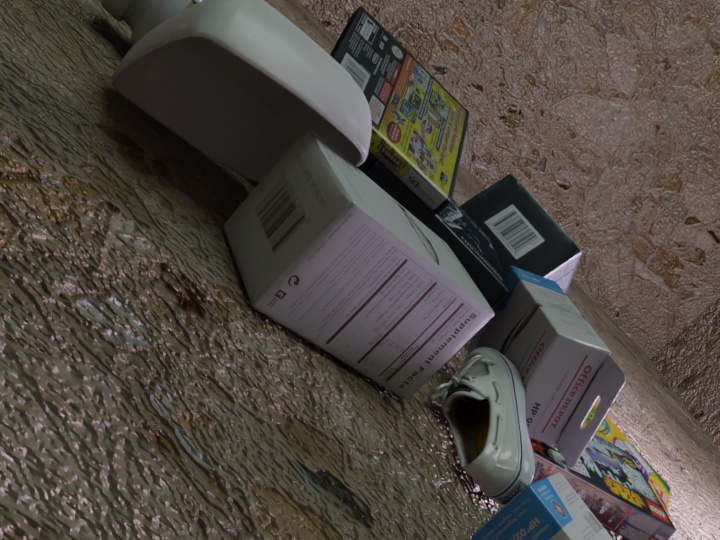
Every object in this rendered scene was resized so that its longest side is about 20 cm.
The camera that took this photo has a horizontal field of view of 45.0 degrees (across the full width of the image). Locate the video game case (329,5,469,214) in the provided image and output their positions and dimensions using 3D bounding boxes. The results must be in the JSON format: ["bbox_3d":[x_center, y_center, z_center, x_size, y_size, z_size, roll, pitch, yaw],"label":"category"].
[{"bbox_3d":[0.039,-0.178,0.936,0.180,0.025,0.202,40,36,-16],"label":"video game case"}]

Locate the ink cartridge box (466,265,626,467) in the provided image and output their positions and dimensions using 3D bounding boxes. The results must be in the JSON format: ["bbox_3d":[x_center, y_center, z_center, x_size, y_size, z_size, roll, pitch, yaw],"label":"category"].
[{"bbox_3d":[0.185,0.094,0.903,0.065,0.118,0.201,19,20,-17],"label":"ink cartridge box"}]

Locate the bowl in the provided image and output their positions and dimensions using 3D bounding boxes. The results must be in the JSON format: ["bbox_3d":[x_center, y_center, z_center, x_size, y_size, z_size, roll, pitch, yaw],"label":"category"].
[{"bbox_3d":[-0.095,-0.160,0.761,0.199,0.076,0.198,34,-22,-33],"label":"bowl"}]

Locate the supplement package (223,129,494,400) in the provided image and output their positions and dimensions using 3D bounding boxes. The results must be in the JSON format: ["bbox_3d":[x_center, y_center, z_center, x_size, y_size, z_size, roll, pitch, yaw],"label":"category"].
[{"bbox_3d":[0.000,0.000,0.746,0.199,0.117,0.118,35,16,-39],"label":"supplement package"}]

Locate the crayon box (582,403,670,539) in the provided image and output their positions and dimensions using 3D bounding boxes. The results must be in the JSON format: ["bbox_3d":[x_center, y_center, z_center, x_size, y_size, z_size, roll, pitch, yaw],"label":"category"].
[{"bbox_3d":[0.322,0.251,1.134,0.173,0.058,0.199,51,15,15],"label":"crayon box"}]

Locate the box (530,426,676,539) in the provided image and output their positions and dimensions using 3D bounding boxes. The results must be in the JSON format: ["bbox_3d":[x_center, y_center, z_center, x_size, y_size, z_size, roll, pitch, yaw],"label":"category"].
[{"bbox_3d":[0.234,0.210,0.943,0.197,0.040,0.137,30,19,-15],"label":"box"}]

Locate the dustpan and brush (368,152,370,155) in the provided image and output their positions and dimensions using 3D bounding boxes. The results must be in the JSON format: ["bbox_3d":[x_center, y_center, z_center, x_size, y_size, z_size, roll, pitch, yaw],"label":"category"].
[{"bbox_3d":[-0.049,-0.122,0.994,0.201,0.136,0.058,-66,146,-58],"label":"dustpan and brush"}]

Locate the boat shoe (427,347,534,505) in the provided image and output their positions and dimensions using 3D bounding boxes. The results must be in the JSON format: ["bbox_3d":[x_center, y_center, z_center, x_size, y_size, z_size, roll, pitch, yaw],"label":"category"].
[{"bbox_3d":[0.105,0.126,0.827,0.086,0.075,0.203,37,26,-19],"label":"boat shoe"}]

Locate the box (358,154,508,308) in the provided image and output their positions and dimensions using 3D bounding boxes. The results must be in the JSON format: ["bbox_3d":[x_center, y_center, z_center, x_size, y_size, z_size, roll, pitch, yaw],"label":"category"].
[{"bbox_3d":[0.056,-0.034,1.002,0.200,0.124,0.197,44,16,-10],"label":"box"}]

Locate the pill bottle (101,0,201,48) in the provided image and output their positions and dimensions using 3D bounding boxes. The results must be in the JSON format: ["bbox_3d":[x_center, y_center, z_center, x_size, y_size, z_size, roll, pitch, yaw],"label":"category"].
[{"bbox_3d":[-0.166,-0.233,0.904,0.199,0.112,0.112,42,14,-18],"label":"pill bottle"}]

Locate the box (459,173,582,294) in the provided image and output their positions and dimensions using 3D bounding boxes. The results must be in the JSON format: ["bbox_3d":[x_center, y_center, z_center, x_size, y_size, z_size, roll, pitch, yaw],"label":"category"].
[{"bbox_3d":[0.202,-0.002,1.196,0.149,0.106,0.201,52,-18,25],"label":"box"}]

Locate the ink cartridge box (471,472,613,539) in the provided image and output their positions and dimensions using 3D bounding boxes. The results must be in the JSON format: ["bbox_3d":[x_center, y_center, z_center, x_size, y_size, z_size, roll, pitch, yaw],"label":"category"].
[{"bbox_3d":[0.185,0.263,0.674,0.201,0.068,0.115,52,15,22],"label":"ink cartridge box"}]
